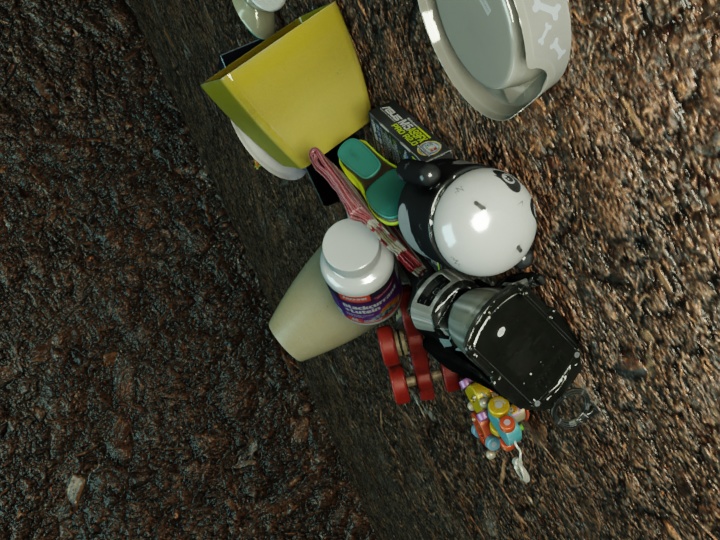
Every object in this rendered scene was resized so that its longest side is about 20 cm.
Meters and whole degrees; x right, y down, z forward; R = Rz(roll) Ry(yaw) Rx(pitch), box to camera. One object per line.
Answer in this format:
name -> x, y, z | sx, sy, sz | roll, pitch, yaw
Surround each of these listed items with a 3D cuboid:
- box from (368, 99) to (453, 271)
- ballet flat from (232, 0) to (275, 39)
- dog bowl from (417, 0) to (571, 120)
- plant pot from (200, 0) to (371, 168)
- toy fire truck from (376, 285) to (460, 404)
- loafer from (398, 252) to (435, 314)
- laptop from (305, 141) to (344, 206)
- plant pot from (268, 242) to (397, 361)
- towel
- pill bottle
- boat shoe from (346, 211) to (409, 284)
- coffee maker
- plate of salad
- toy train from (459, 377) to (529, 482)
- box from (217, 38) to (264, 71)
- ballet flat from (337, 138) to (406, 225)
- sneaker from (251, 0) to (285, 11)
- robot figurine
box -> 0.080, -0.112, 1.321 | 0.160, 0.044, 0.200 | 50, 160, 47
ballet flat -> -0.195, -0.497, 1.658 | 0.201, 0.069, 0.069 | 63, 167, 9
dog bowl -> 0.122, -0.243, 0.888 | 0.200, 0.059, 0.200 | 58, 165, 24
plant pot -> -0.097, -0.263, 1.440 | 0.177, 0.200, 0.200 | 57, 169, -17
toy fire truck -> 0.089, 0.114, 1.596 | 0.168, 0.112, 0.201 | -102, -3, -57
loafer -> 0.101, 0.043, 1.459 | 0.200, 0.072, 0.073 | 57, 166, 33
laptop -> -0.072, -0.192, 1.634 | 0.178, 0.103, 0.200 | 65, 167, -1
plant pot -> -0.061, 0.066, 1.729 | 0.187, 0.200, 0.187 | 48, -175, -6
towel -> 0.011, -0.078, 1.328 | 0.200, 0.023, 0.144 | 40, -168, -49
pill bottle -> 0.000, 0.000, 1.441 | 0.112, 0.111, 0.200 | 59, 176, 24
boat shoe -> 0.035, -0.061, 1.539 | 0.065, 0.074, 0.202 | 41, 158, 46
coffee maker -> 0.165, 0.095, 1.174 | 0.193, 0.134, 0.200 | 67, 167, -14
plate of salad -> -0.157, -0.236, 1.592 | 0.200, 0.048, 0.201 | 36, -141, -37
toy train -> 0.211, 0.227, 1.423 | 0.151, 0.055, 0.200 | 67, 170, -13
box -> -0.179, -0.318, 1.783 | 0.182, 0.104, 0.201 | -149, 35, -77
ballet flat -> 0.032, -0.112, 1.300 | 0.067, 0.067, 0.200 | 48, -175, -43
sneaker -> -0.166, -0.502, 1.558 | 0.201, 0.077, 0.082 | 63, -166, 13
robot figurine -> 0.118, -0.065, 1.094 | 0.200, 0.150, 0.125 | -149, 57, -68
